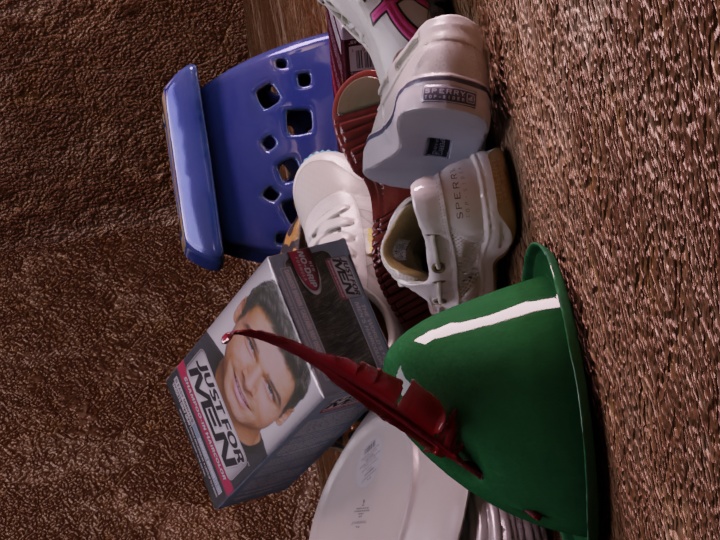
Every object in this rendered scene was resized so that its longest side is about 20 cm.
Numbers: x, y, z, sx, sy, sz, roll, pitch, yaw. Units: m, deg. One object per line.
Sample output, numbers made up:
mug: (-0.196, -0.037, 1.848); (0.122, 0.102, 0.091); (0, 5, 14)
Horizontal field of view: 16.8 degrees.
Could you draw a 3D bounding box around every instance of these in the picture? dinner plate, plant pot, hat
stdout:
dinner plate: (0.008, 0.152, 1.472); (0.200, 0.024, 0.200); (-49, 29, 40)
plant pot: (-0.079, -0.095, 2.161); (0.200, 0.179, 0.200); (153, 108, -84)
hat: (0.021, 0.073, 1.253); (0.166, 0.176, 0.200); (-108, 10, -63)

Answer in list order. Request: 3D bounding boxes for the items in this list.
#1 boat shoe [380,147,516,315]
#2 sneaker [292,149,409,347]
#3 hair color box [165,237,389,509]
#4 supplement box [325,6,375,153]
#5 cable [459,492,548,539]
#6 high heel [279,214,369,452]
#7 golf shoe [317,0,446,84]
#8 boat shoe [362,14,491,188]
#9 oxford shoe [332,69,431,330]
boat shoe: (0.045, -0.017, 1.434); (0.200, 0.069, 0.071); (98, 163, -68)
sneaker: (0.000, 0.000, 1.614); (0.081, 0.077, 0.200); (11, -135, -48)
hair color box: (-0.053, 0.070, 1.575); (0.200, 0.061, 0.099); (-48, 61, 55)
supplement box: (0.014, -0.118, 1.709); (0.109, 0.061, 0.200); (-103, 7, -51)
cable: (0.045, 0.214, 1.455); (0.200, 0.069, 0.200); (-60, 24, 22)
high heel: (-0.023, 0.037, 1.661); (0.200, 0.071, 0.143); (-119, 24, -71)
golf shoe: (0.005, -0.174, 1.526); (0.073, 0.092, 0.200); (98, 161, -73)
boat shoe: (0.041, -0.098, 1.417); (0.200, 0.071, 0.070); (102, 174, -77)
oxford shoe: (0.046, -0.035, 1.584); (0.075, 0.070, 0.200); (15, -124, -60)
